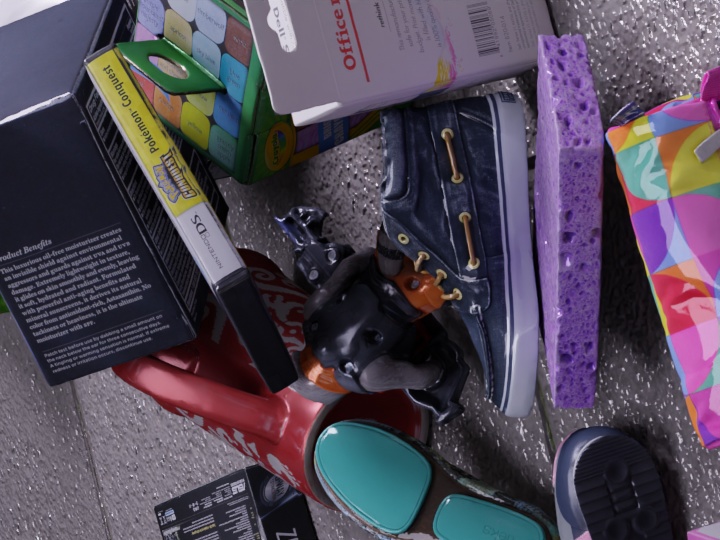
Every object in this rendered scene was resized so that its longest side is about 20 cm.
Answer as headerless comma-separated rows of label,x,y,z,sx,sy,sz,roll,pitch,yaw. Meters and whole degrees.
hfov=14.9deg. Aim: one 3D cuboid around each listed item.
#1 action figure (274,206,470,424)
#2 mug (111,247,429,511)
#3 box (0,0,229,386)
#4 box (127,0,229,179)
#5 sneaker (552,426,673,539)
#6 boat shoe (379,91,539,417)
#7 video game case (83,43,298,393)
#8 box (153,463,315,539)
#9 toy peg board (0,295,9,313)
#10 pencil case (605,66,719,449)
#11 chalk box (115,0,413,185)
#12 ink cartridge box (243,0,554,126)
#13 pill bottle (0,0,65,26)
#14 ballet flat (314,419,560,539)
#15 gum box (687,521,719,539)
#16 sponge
action figure,0.000,0.000,1.817,0.200,0.104,0.194,41,111,30
mug,-0.068,0.091,1.954,0.200,0.177,0.134,32,141,47
box,-0.194,-0.063,1.932,0.200,0.123,0.199,-81,-30,-62
box,-0.111,-0.198,2.024,0.201,0.049,0.199,66,151,20
sneaker,0.160,0.191,1.699,0.082,0.070,0.201,-151,54,-76
boat shoe,0.059,-0.007,1.694,0.071,0.090,0.201,-112,17,-82
video game case,-0.105,-0.029,1.752,0.181,0.025,0.200,59,176,21
box,-0.090,0.243,2.192,0.200,0.043,0.161,-29,76,61
toy peg board,-0.328,-0.053,2.473,0.199,0.097,0.201,-137,40,-70
pencil case,0.197,-0.004,1.509,0.088,0.088,0.201,-24,83,62
chalk box,-0.067,-0.148,1.782,0.125,0.199,0.124,40,137,31
ink cartridge box,0.009,-0.158,1.657,0.067,0.199,0.118,-18,86,62
pill bottle,-0.211,-0.120,2.114,0.113,0.113,0.200,50,168,40
ballet flat,0.055,0.161,1.824,0.200,0.074,0.075,29,129,34
gum box,0.259,0.206,1.502,0.200,0.066,0.114,14,113,60
sponge,0.121,-0.027,1.617,0.112,0.030,0.201,-96,4,-49
